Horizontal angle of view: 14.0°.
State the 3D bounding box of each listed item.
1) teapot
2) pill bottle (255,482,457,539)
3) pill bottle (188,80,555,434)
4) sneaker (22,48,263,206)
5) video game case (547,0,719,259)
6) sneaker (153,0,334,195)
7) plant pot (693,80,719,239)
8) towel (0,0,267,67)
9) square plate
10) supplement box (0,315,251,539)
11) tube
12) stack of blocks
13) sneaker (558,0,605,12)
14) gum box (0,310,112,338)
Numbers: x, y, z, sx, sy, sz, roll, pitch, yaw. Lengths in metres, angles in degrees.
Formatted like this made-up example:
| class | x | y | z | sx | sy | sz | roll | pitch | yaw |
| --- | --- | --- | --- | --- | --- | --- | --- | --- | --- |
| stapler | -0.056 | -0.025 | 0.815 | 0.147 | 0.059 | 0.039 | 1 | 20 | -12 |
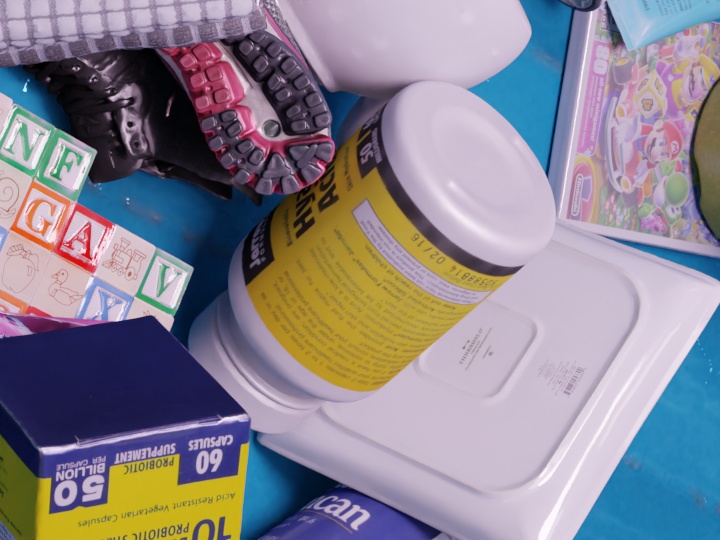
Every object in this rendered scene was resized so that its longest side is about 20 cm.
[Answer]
| class | x | y | z | sx | sy | sz | roll | pitch | yaw |
| --- | --- | --- | --- | --- | --- | --- | --- | --- | --- |
| teapot | -0.009 | -0.169 | 1.560 | 0.145 | 0.197 | 0.201 | -26 | 84 | 5 |
| pill bottle | 0.024 | 0.161 | 1.649 | 0.200 | 0.111 | 0.112 | -32 | 114 | -32 |
| pill bottle | 0.000 | 0.000 | 1.551 | 0.111 | 0.200 | 0.112 | 30 | 36 | -25 |
| sneaker | -0.131 | -0.094 | 1.526 | 0.199 | 0.060 | 0.105 | 6 | 87 | -42 |
| video game case | 0.199 | -0.085 | 1.817 | 0.199 | 0.018 | 0.144 | 9 | 89 | -39 |
| sneaker | -0.081 | -0.128 | 1.494 | 0.080 | 0.075 | 0.201 | -26 | 95 | 3 |
| plant pot | 0.308 | -0.064 | 1.778 | 0.200 | 0.184 | 0.202 | -6 | 100 | -39 |
| towel | -0.133 | -0.203 | 1.423 | 0.165 | 0.086 | 0.201 | -6 | 80 | 5 |
| square plate | 0.069 | 0.047 | 1.621 | 0.200 | 0.197 | 0.028 | -56 | 149 | -19 |
| supplement box | -0.130 | 0.139 | 1.394 | 0.108 | 0.109 | 0.201 | -9 | 120 | -28 |
| tube | 0.225 | -0.188 | 1.806 | 0.199 | 0.050 | 0.078 | -15 | 73 | -35 |
| stack of blocks | -0.182 | -0.018 | 1.495 | 0.200 | 0.058 | 0.116 | 31 | 78 | -37 |
| sneaker | 0.138 | -0.266 | 1.708 | 0.146 | 0.077 | 0.203 | -35 | 115 | -27 |
| gum box | -0.174 | 0.114 | 1.468 | 0.113 | 0.066 | 0.201 | 5 | 112 | -33 |
